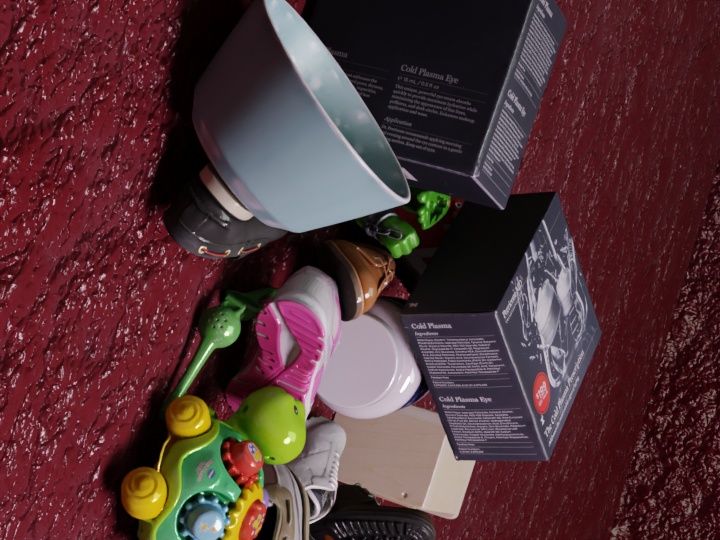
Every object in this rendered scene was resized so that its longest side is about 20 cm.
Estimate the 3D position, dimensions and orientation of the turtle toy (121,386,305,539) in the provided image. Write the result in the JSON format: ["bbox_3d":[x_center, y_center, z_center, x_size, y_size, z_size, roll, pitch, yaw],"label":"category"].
[{"bbox_3d":[-0.121,0.178,1.383,0.200,0.101,0.146,-60,162,-30],"label":"turtle toy"}]

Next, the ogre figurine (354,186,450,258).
[{"bbox_3d":[0.037,-0.102,1.569,0.201,0.120,0.098,-70,154,-15],"label":"ogre figurine"}]

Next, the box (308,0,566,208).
[{"bbox_3d":[0.054,-0.174,1.427,0.104,0.200,0.183,34,74,-66],"label":"box"}]

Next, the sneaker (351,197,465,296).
[{"bbox_3d":[0.090,-0.020,1.673,0.112,0.071,0.200,-45,107,-19],"label":"sneaker"}]

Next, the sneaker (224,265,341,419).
[{"bbox_3d":[-0.059,0.074,1.464,0.088,0.081,0.200,-57,176,-43],"label":"sneaker"}]

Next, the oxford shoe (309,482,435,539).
[{"bbox_3d":[-0.002,0.247,1.638,0.084,0.200,0.073,-55,127,-38],"label":"oxford shoe"}]

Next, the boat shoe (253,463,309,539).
[{"bbox_3d":[-0.088,0.223,1.463,0.075,0.200,0.068,-33,129,7],"label":"boat shoe"}]

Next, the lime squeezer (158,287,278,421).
[{"bbox_3d":[-0.112,0.050,1.422,0.200,0.038,0.071,-51,149,-47],"label":"lime squeezer"}]

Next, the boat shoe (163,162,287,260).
[{"bbox_3d":[-0.106,-0.048,1.339,0.063,0.074,0.201,-43,172,11],"label":"boat shoe"}]

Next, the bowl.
[{"bbox_3d":[-0.058,-0.109,1.278,0.105,0.201,0.201,-34,162,12],"label":"bowl"}]

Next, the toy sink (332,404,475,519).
[{"bbox_3d":[0.055,0.208,1.822,0.200,0.130,0.112,29,79,-69],"label":"toy sink"}]

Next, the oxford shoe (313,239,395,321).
[{"bbox_3d":[0.000,0.000,1.500,0.200,0.071,0.072,-126,-153,-79],"label":"oxford shoe"}]

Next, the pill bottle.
[{"bbox_3d":[0.010,0.085,1.593,0.200,0.119,0.120,3,102,-78],"label":"pill bottle"}]

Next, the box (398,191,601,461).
[{"bbox_3d":[0.142,0.054,1.586,0.200,0.104,0.182,-59,135,-45],"label":"box"}]

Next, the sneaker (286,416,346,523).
[{"bbox_3d":[-0.054,0.211,1.625,0.200,0.080,0.077,-40,139,-58],"label":"sneaker"}]
